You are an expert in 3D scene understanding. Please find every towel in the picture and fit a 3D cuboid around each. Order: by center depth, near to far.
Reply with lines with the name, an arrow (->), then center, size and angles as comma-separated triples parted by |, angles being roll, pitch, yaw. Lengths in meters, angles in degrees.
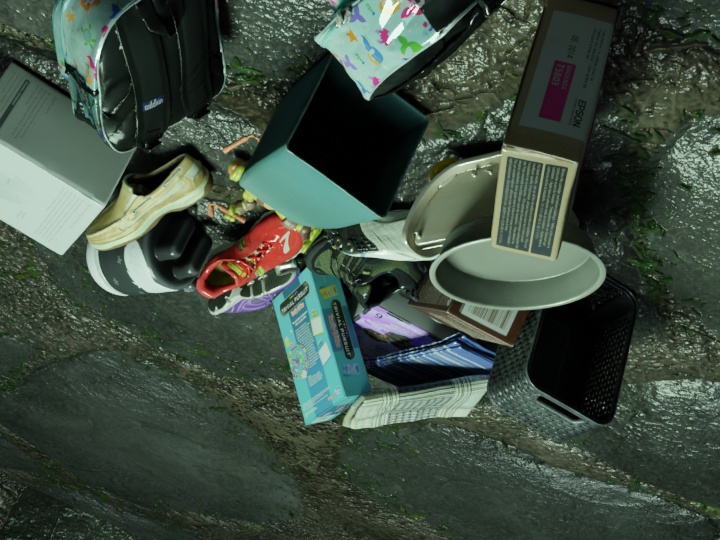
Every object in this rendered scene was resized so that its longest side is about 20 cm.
towel -> 0.113, 0.136, 1.640 | 0.199, 0.024, 0.144 | -17, 147, 42
towel -> 0.079, 0.198, 1.663 | 0.191, 0.035, 0.200 | -8, 164, -11

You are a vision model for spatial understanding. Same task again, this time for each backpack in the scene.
backpack -> 0.047, -0.255, 1.044 | 0.151, 0.178, 0.200 | 44, 149, -1
backpack -> -0.239, -0.251, 1.233 | 0.151, 0.177, 0.200 | 46, 154, 19

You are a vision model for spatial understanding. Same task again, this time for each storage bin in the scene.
storage bin -> 0.257, 0.098, 1.455 | 0.135, 0.201, 0.094 | 30, 148, -15

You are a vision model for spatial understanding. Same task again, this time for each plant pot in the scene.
plant pot -> -0.051, -0.135, 1.345 | 0.141, 0.142, 0.200 | 35, 155, -22

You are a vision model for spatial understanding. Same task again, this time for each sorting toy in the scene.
sorting toy -> 0.178, -0.058, 1.370 | 0.199, 0.107, 0.180 | -11, 150, 28

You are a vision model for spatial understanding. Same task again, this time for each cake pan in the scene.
cake pan -> 0.178, -0.009, 1.307 | 0.199, 0.037, 0.200 | 3, 155, 1

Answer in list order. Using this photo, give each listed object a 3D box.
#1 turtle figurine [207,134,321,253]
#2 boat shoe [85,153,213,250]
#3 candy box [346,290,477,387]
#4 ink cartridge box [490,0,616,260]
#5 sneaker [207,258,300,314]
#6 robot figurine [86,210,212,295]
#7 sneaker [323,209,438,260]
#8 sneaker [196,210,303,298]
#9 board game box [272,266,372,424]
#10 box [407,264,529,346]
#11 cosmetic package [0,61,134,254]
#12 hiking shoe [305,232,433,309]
turtle figurine -> -0.120, -0.095, 1.515 | 0.161, 0.064, 0.200 | 39, 141, -1
boat shoe -> -0.301, -0.101, 1.561 | 0.199, 0.072, 0.076 | -31, 135, 11
candy box -> 0.057, 0.093, 1.698 | 0.167, 0.072, 0.200 | 28, 149, -13
ink cartridge box -> 0.189, -0.138, 1.126 | 0.075, 0.201, 0.165 | 15, 150, 10
sneaker -> -0.150, 0.016, 1.727 | 0.083, 0.081, 0.200 | 10, 159, -38
robot figurine -> -0.312, -0.028, 1.689 | 0.199, 0.125, 0.151 | -7, 99, 38
sneaker -> 0.037, -0.047, 1.499 | 0.199, 0.072, 0.072 | 8, 176, 34
sneaker -> -0.152, -0.015, 1.609 | 0.200, 0.085, 0.077 | -33, 104, 32
board game box -> -0.059, 0.109, 1.685 | 0.047, 0.201, 0.151 | -7, 162, -29
box -> 0.141, 0.041, 1.490 | 0.100, 0.075, 0.200 | 27, 174, -12
cosmetic package -> -0.443, -0.148, 1.576 | 0.200, 0.123, 0.199 | 33, 147, -17
hiking shoe -> 0.000, 0.000, 1.558 | 0.199, 0.101, 0.076 | -2, 142, 33
